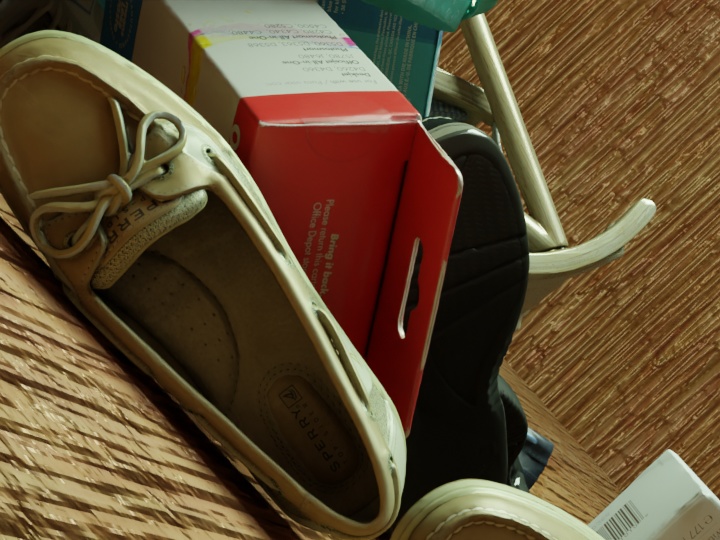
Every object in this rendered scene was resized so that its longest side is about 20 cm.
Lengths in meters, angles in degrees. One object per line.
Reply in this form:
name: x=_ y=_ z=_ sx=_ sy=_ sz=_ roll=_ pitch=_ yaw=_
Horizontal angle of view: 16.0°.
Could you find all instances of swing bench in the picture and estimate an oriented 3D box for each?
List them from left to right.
swing bench: x=0.033 y=-0.048 z=1.452 sx=0.200 sy=0.129 sz=0.199 roll=54 pitch=-24 yaw=4

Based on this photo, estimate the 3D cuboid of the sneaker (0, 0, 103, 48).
sneaker: x=-0.135 y=-0.104 z=1.073 sx=0.087 sy=0.075 sz=0.200 roll=54 pitch=4 yaw=-4

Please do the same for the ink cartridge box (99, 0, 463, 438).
ink cartridge box: x=-0.039 y=-0.032 z=0.958 sx=0.067 sy=0.117 sz=0.200 roll=-3 pitch=30 yaw=-25

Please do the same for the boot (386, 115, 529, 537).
boot: x=-0.001 y=0.001 z=1.045 sx=0.154 sy=0.073 sz=0.205 roll=46 pitch=-33 yaw=44

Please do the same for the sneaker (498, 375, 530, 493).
sneaker: x=0.039 y=0.072 z=1.201 sx=0.105 sy=0.060 sz=0.200 roll=60 pitch=-5 yaw=32

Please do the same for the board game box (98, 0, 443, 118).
board game box: x=-0.054 y=-0.155 z=1.183 sx=0.199 sy=0.152 sz=0.047 roll=10 pitch=11 yaw=3

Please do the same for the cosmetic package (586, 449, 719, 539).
cosmetic package: x=0.190 y=0.204 z=1.302 sx=0.200 sy=0.113 sz=0.081 roll=45 pitch=3 yaw=-14

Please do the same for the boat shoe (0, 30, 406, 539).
boat shoe: x=-0.055 y=0.005 z=0.843 sx=0.201 sy=0.073 sz=0.063 roll=55 pitch=-2 yaw=-5

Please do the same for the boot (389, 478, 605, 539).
boot: x=0.095 y=0.167 z=0.879 sx=0.200 sy=0.072 sz=0.155 roll=47 pitch=6 yaw=-18

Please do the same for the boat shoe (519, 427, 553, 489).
boat shoe: x=0.024 y=0.044 z=1.374 sx=0.200 sy=0.069 sz=0.084 roll=48 pitch=3 yaw=2

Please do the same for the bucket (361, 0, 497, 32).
bucket: x=-0.010 y=-0.194 z=1.046 sx=0.206 sy=0.135 sz=0.207 roll=25 pitch=3 yaw=-1
